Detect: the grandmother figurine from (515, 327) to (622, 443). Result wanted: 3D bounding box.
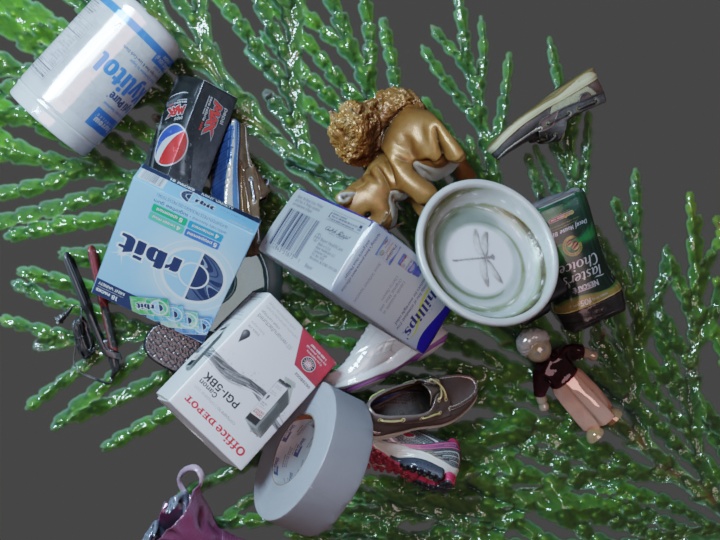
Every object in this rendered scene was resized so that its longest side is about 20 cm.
[{"bbox_3d":[0.310,0.161,1.300,0.200,0.061,0.121,46,79,-10],"label":"grandmother figurine"}]

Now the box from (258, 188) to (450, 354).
[{"bbox_3d":[0.000,0.000,1.152,0.200,0.184,0.105,37,84,-40],"label":"box"}]

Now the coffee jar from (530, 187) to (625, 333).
[{"bbox_3d":[0.313,-0.013,1.274,0.104,0.085,0.201,-24,97,-4],"label":"coffee jar"}]

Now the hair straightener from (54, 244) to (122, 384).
[{"bbox_3d":[-0.391,0.069,1.223,0.077,0.041,0.201,-13,100,-6],"label":"hair straightener"}]

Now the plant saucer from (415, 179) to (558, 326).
[{"bbox_3d":[0.157,-0.018,1.113,0.199,0.050,0.201,7,67,-17],"label":"plant saucer"}]

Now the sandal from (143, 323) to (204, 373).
[{"bbox_3d":[-0.220,0.143,1.236,0.200,0.048,0.075,40,75,-10],"label":"sandal"}]

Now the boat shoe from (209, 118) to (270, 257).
[{"bbox_3d":[-0.170,-0.114,1.219,0.072,0.072,0.201,7,80,-32],"label":"boat shoe"}]

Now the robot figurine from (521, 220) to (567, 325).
[{"bbox_3d":[0.199,-0.020,1.221,0.150,0.125,0.200,-42,70,6],"label":"robot figurine"}]

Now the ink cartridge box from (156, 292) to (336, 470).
[{"bbox_3d":[-0.156,0.150,1.186,0.147,0.083,0.200,47,71,-16],"label":"ink cartridge box"}]

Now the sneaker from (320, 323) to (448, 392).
[{"bbox_3d":[0.025,0.110,1.265,0.200,0.075,0.100,-29,78,-4],"label":"sneaker"}]

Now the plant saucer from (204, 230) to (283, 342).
[{"bbox_3d":[-0.212,0.015,1.242,0.199,0.027,0.201,0,93,-6],"label":"plant saucer"}]

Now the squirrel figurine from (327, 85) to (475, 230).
[{"bbox_3d":[0.036,-0.153,1.224,0.186,0.142,0.200,-38,83,7],"label":"squirrel figurine"}]

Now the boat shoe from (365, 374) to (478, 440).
[{"bbox_3d":[0.090,0.189,1.246,0.199,0.060,0.072,-12,59,-23],"label":"boat shoe"}]

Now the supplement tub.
[{"bbox_3d":[-0.351,-0.268,1.154,0.132,0.132,0.200,41,89,-8],"label":"supplement tub"}]

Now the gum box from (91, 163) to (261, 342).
[{"bbox_3d":[-0.249,-0.018,1.153,0.169,0.045,0.200,26,122,-9],"label":"gum box"}]

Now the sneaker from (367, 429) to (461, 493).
[{"bbox_3d":[0.050,0.259,1.272,0.199,0.081,0.075,22,54,2],"label":"sneaker"}]

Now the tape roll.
[{"bbox_3d":[-0.066,0.257,1.184,0.066,0.200,0.201,30,90,-23],"label":"tape roll"}]

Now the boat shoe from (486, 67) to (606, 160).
[{"bbox_3d":[0.278,-0.219,1.263,0.201,0.072,0.066,-37,92,-8],"label":"boat shoe"}]

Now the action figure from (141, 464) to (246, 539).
[{"bbox_3d":[-0.212,0.400,1.250,0.200,0.134,0.149,32,47,-20],"label":"action figure"}]

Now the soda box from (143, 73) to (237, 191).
[{"bbox_3d":[-0.246,-0.164,1.193,0.071,0.063,0.201,20,91,-51],"label":"soda box"}]
